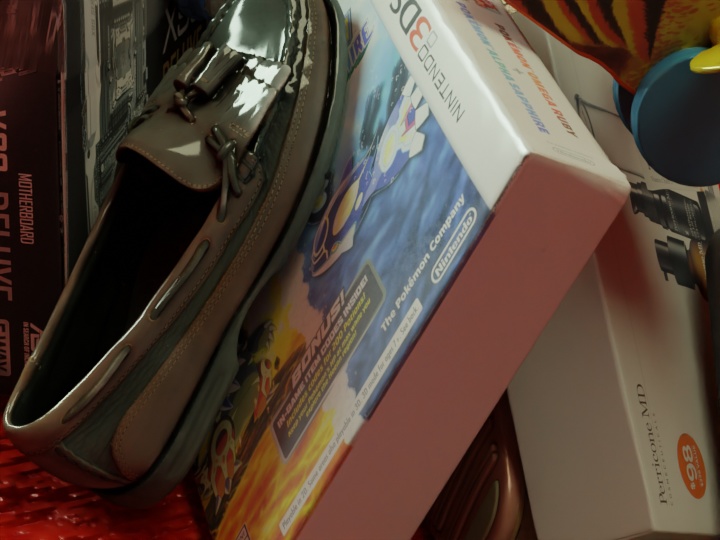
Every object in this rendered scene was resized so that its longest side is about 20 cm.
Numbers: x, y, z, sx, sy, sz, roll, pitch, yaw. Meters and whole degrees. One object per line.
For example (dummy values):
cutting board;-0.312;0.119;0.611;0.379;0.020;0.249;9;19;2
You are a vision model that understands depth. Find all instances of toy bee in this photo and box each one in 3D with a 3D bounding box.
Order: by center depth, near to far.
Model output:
toy bee;0.139;-0.077;0.729;0.200;0.109;0.131;40;12;-33

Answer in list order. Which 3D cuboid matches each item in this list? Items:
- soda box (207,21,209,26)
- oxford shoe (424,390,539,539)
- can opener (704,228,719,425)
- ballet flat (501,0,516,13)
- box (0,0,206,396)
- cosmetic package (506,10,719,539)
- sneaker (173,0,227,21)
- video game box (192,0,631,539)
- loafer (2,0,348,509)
soda box;-0.004;-0.110;1.008;0.199;0.070;0.064;-3;63;-11
oxford shoe;0.067;0.059;0.836;0.074;0.071;0.200;23;26;-10
can opener;0.159;0.083;0.780;0.053;0.067;0.200;-1;66;0
ballet flat;0.059;-0.097;0.883;0.200;0.068;0.067;-27;61;-38
box;-0.107;-0.064;0.814;0.050;0.158;0.200;6;23;9
cosmetic package;0.103;0.012;0.810;0.151;0.052;0.200;12;63;-56
sneaker;-0.011;-0.131;0.884;0.085;0.077;0.200;6;13;16
video game box;0.000;0.000;0.735;0.047;0.200;0.182;20;24;-24
loafer;-0.063;-0.018;0.726;0.072;0.200;0.063;10;-13;46
